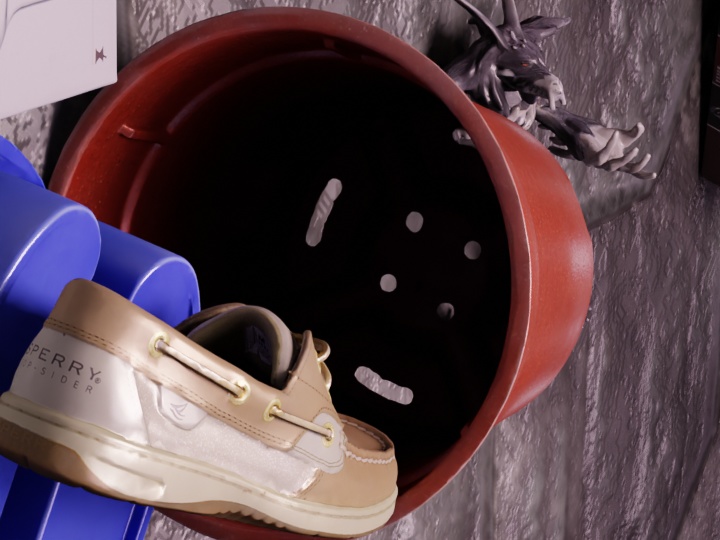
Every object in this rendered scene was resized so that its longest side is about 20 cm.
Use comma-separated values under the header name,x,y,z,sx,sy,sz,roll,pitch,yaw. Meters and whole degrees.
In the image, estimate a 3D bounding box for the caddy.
name,x,y,z,sx,sy,sz,roll,pitch,yaw
caddy,-0.141,0.052,0.850,0.141,0.104,0.201,31,75,-59

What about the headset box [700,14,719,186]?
name,x,y,z,sx,sy,sz,roll,pitch,yaw
headset box,0.294,-0.153,1.569,0.148,0.075,0.201,-23,130,-35

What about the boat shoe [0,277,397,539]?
name,x,y,z,sx,sy,sz,roll,pitch,yaw
boat shoe,-0.040,0.045,0.837,0.200,0.074,0.067,16,94,-61

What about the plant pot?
name,x,y,z,sx,sy,sz,roll,pitch,yaw
plant pot,0.000,0.000,1.028,0.195,0.200,0.202,-5,105,-70

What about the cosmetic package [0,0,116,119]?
name,x,y,z,sx,sy,sz,roll,pitch,yaw
cosmetic package,-0.136,-0.145,0.793,0.151,0.051,0.201,-30,125,-60

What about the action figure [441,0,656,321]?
name,x,y,z,sx,sy,sz,roll,pitch,yaw
action figure,0.086,-0.049,1.253,0.119,0.102,0.201,-36,134,-37
